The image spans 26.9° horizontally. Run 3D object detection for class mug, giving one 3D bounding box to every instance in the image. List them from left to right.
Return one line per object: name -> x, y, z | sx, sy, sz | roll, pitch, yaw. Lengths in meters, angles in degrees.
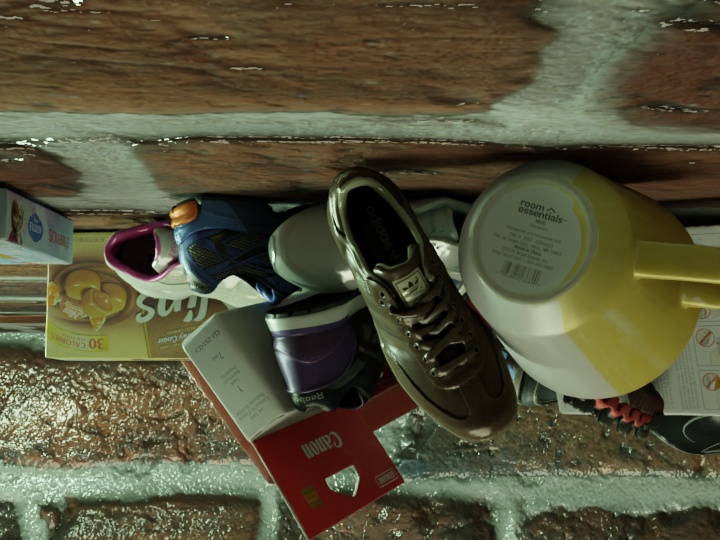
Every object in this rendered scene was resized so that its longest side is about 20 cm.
mug -> 0.151, -0.011, 0.986 | 0.186, 0.150, 0.153 | -29, 156, 16

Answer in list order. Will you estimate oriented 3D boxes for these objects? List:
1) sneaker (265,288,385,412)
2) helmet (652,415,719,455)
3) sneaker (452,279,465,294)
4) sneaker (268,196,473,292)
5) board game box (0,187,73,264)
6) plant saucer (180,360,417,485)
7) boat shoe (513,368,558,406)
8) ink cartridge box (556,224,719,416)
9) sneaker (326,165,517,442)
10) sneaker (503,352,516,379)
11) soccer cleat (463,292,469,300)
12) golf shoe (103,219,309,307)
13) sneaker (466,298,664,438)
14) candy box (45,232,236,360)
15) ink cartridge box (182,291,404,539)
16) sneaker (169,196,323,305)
sneaker -> -0.012, 0.061, 1.170 | 0.075, 0.088, 0.200 | -8, -176, 26
helmet -> 0.333, 0.056, 1.276 | 0.199, 0.201, 0.191 | 5, 150, -36
sneaker -> 0.000, 0.000, 1.314 | 0.199, 0.076, 0.084 | -3, 178, 32
sneaker -> 0.031, -0.028, 1.121 | 0.199, 0.071, 0.080 | -4, 167, -14
board game box -> -0.347, -0.033, 1.187 | 0.198, 0.041, 0.200 | 0, 175, 2
plant saucer -> -0.061, 0.079, 1.434 | 0.199, 0.200, 0.037 | -24, 158, -38
boat shoe -> 0.201, 0.077, 1.322 | 0.062, 0.073, 0.199 | 24, -155, 30
ink cartridge box -> 0.240, 0.033, 1.188 | 0.199, 0.163, 0.050 | -3, -161, 29
sneaker -> 0.033, 0.023, 0.976 | 0.070, 0.201, 0.076 | -33, 171, 4
sneaker -> 0.171, 0.041, 1.388 | 0.066, 0.079, 0.200 | -12, -163, 38
soccer cleat -> 0.102, 0.007, 1.331 | 0.199, 0.068, 0.081 | -9, -153, 36
golf shoe -> -0.125, -0.008, 1.278 | 0.198, 0.076, 0.091 | -2, 171, 19
sneaker -> 0.169, 0.053, 1.142 | 0.200, 0.098, 0.071 | 33, 177, -25
candy box -> -0.185, 0.024, 1.371 | 0.198, 0.116, 0.055 | 0, 175, 12
ink cartridge box -> -0.035, 0.105, 1.193 | 0.045, 0.177, 0.200 | -39, 170, 21
sneaker -> -0.055, -0.011, 1.186 | 0.199, 0.079, 0.075 | 3, 175, -20
